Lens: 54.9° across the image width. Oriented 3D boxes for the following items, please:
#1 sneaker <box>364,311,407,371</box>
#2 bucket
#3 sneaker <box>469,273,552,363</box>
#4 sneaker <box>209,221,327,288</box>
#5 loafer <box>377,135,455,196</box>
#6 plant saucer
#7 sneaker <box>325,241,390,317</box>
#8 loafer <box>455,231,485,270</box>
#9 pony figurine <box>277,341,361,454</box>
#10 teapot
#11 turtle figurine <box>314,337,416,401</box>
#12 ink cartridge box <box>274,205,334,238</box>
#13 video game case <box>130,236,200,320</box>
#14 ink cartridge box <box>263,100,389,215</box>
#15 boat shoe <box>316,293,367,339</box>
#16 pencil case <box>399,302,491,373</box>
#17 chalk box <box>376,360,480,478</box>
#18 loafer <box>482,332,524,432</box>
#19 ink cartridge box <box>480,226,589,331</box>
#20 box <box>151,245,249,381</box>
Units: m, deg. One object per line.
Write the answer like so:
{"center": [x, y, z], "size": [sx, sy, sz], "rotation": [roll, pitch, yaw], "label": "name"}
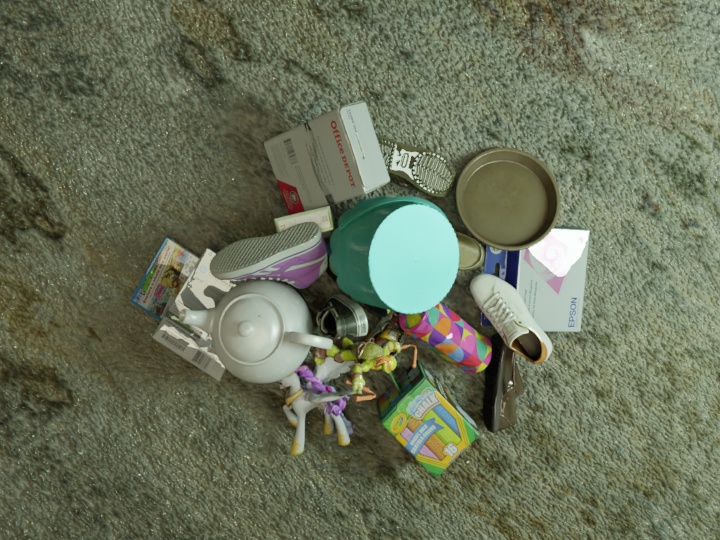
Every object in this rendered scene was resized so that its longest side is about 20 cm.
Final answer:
{"center": [0.071, 0.108, 1.321], "size": [0.077, 0.082, 0.203], "rotation": [29, 95, -5], "label": "sneaker"}
{"center": [0.061, -0.027, 1.174], "size": [0.203, 0.134, 0.213], "rotation": [-4, 99, -26], "label": "bucket"}
{"center": [0.275, 0.086, 1.274], "size": [0.200, 0.084, 0.073], "rotation": [47, 111, 12], "label": "sneaker"}
{"center": [-0.149, 0.000, 1.176], "size": [0.196, 0.074, 0.116], "rotation": [-14, 136, 0], "label": "sneaker"}
{"center": [0.088, -0.197, 1.282], "size": [0.197, 0.067, 0.077], "rotation": [23, 93, -22], "label": "loafer"}
{"center": [0.271, -0.131, 1.287], "size": [0.195, 0.030, 0.205], "rotation": [0, 74, -1], "label": "plant saucer"}
{"center": [0.000, 0.000, 1.308], "size": [0.199, 0.066, 0.079], "rotation": [38, 66, 14], "label": "sneaker"}
{"center": [0.144, -0.045, 1.309], "size": [0.195, 0.067, 0.078], "rotation": [14, 98, -4], "label": "loafer"}
{"center": [-0.079, 0.239, 1.315], "size": [0.189, 0.167, 0.204], "rotation": [-12, 114, 7], "label": "pony figurine"}
{"center": [-0.175, 0.104, 1.203], "size": [0.198, 0.146, 0.199], "rotation": [-35, 82, 1], "label": "teapot"}
{"center": [-0.001, 0.154, 1.214], "size": [0.158, 0.199, 0.066], "rotation": [8, 118, 32], "label": "turtle figurine"}
{"center": [-0.142, -0.066, 1.255], "size": [0.195, 0.146, 0.049], "rotation": [-12, 89, 0], "label": "ink cartridge box"}
{"center": [-0.322, 0.050, 1.331], "size": [0.198, 0.018, 0.145], "rotation": [33, 96, -7], "label": "video game case"}
{"center": [-0.060, -0.192, 1.218], "size": [0.197, 0.083, 0.148], "rotation": [-12, 101, 42], "label": "ink cartridge box"}
{"center": [-0.046, 0.084, 1.253], "size": [0.062, 0.200, 0.072], "rotation": [-11, 93, -17], "label": "boat shoe"}
{"center": [0.162, 0.118, 1.295], "size": [0.199, 0.088, 0.089], "rotation": [35, 96, -32], "label": "pencil case"}
{"center": [0.110, 0.266, 1.326], "size": [0.124, 0.125, 0.200], "rotation": [-45, 96, 4], "label": "chalk box"}
{"center": [0.284, 0.215, 1.358], "size": [0.069, 0.073, 0.205], "rotation": [1, 103, -13], "label": "loafer"}
{"center": [0.334, 0.016, 1.326], "size": [0.195, 0.043, 0.201], "rotation": [1, 99, -11], "label": "ink cartridge box"}
{"center": [-0.275, 0.081, 1.308], "size": [0.154, 0.041, 0.202], "rotation": [32, 96, -7], "label": "box"}
